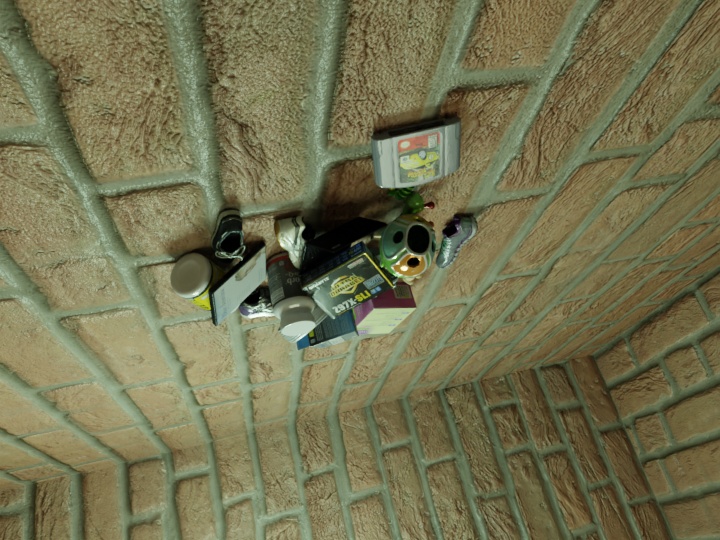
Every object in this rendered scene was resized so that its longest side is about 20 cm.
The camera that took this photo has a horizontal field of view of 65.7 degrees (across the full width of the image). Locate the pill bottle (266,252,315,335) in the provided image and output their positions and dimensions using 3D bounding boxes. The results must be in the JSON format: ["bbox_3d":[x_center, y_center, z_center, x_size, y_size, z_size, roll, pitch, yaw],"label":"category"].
[{"bbox_3d":[-0.185,0.064,1.501,0.113,0.204,0.116,-13,155,-6],"label":"pill bottle"}]

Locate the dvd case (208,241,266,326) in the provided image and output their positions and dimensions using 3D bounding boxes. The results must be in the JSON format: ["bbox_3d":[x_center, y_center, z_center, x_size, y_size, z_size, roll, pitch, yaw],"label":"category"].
[{"bbox_3d":[-0.308,0.034,1.418,0.200,0.017,0.144,-48,161,-35],"label":"dvd case"}]

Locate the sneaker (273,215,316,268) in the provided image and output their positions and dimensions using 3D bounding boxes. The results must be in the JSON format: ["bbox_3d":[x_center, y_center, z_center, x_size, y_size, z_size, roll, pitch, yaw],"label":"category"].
[{"bbox_3d":[-0.146,-0.069,1.409,0.086,0.077,0.200,-18,155,5],"label":"sneaker"}]

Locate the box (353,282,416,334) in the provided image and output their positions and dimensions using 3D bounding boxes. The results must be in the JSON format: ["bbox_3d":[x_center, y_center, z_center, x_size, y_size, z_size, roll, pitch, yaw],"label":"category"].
[{"bbox_3d":[0.062,0.131,1.905,0.173,0.098,0.200,1,149,-31],"label":"box"}]

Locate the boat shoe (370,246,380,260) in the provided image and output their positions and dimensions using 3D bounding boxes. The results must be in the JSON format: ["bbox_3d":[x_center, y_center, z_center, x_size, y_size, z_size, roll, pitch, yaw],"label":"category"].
[{"bbox_3d":[-0.002,-0.002,1.532,0.199,0.074,0.088,-17,118,-29],"label":"boat shoe"}]

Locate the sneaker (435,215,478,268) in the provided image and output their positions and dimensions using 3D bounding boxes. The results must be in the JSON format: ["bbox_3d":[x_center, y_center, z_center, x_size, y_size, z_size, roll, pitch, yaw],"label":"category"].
[{"bbox_3d":[0.256,-0.089,1.629,0.086,0.075,0.201,10,134,-25],"label":"sneaker"}]

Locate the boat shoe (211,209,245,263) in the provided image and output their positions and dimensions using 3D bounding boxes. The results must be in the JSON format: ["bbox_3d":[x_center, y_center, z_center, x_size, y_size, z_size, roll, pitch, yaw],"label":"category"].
[{"bbox_3d":[-0.312,-0.065,1.333,0.073,0.063,0.201,-5,152,-26],"label":"boat shoe"}]

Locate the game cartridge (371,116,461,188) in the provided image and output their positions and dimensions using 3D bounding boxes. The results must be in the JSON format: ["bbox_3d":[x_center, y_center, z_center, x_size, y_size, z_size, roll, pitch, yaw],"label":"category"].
[{"bbox_3d":[0.123,-0.249,1.207,0.196,0.041,0.135,-14,136,-6],"label":"game cartridge"}]

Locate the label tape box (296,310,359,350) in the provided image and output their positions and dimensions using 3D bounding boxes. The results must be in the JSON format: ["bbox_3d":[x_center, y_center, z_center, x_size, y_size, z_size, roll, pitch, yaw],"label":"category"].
[{"bbox_3d":[-0.118,0.170,1.819,0.196,0.147,0.063,-18,157,6],"label":"label tape box"}]

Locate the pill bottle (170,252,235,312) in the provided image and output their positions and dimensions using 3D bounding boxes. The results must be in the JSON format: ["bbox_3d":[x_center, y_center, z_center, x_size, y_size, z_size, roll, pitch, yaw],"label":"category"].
[{"bbox_3d":[-0.390,0.043,1.442,0.110,0.114,0.200,-20,154,10],"label":"pill bottle"}]

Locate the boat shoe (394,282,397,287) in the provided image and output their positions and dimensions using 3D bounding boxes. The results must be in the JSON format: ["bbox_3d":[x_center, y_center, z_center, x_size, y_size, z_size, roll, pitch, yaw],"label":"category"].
[{"bbox_3d":[0.024,0.061,1.755,0.195,0.061,0.076,-10,147,2],"label":"boat shoe"}]

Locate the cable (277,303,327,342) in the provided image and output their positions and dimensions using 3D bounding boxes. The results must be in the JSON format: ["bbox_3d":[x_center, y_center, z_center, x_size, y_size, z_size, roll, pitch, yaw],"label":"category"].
[{"bbox_3d":[-0.163,0.135,1.702,0.200,0.069,0.199,-49,-170,-33],"label":"cable"}]

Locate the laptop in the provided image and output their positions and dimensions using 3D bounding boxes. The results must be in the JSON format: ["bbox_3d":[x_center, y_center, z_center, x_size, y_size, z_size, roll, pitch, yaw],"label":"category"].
[{"bbox_3d":[-0.047,-0.052,1.400,0.175,0.104,0.202,-28,154,-31],"label":"laptop"}]

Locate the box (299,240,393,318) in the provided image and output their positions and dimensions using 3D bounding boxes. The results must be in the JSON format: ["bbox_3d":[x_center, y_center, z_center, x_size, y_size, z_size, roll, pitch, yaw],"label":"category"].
[{"bbox_3d":[-0.035,0.029,1.454,0.197,0.050,0.160,-28,136,15],"label":"box"}]

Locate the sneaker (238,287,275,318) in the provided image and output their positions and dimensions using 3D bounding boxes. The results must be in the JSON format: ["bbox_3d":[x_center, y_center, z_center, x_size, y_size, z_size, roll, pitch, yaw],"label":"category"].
[{"bbox_3d":[-0.267,0.089,1.657,0.196,0.077,0.088,-13,148,-8],"label":"sneaker"}]

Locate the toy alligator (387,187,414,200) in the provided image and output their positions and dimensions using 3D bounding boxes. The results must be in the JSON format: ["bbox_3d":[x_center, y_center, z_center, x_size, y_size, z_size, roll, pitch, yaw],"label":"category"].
[{"bbox_3d":[0.117,-0.220,1.288,0.058,0.055,0.200,-1,150,-29],"label":"toy alligator"}]

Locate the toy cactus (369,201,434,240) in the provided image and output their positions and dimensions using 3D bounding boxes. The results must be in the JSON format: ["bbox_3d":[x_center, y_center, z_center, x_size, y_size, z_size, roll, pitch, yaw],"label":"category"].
[{"bbox_3d":[0.103,-0.107,1.465,0.161,0.104,0.201,-1,146,-21],"label":"toy cactus"}]

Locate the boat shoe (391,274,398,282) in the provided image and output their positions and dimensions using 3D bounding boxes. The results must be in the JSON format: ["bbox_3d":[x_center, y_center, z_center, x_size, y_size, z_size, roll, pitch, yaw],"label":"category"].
[{"bbox_3d":[0.064,-0.009,1.659,0.198,0.072,0.091,2,138,-47],"label":"boat shoe"}]

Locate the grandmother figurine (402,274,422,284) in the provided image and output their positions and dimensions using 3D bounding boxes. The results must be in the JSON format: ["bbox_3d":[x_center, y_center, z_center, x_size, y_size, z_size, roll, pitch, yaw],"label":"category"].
[{"bbox_3d":[0.157,-0.029,1.693,0.121,0.060,0.201,-44,158,-20],"label":"grandmother figurine"}]

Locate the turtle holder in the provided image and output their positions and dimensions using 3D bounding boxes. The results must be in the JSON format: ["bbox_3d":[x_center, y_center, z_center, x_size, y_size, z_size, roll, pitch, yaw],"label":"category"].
[{"bbox_3d":[0.128,-0.078,1.339,0.140,0.187,0.132,35,164,-5],"label":"turtle holder"}]
